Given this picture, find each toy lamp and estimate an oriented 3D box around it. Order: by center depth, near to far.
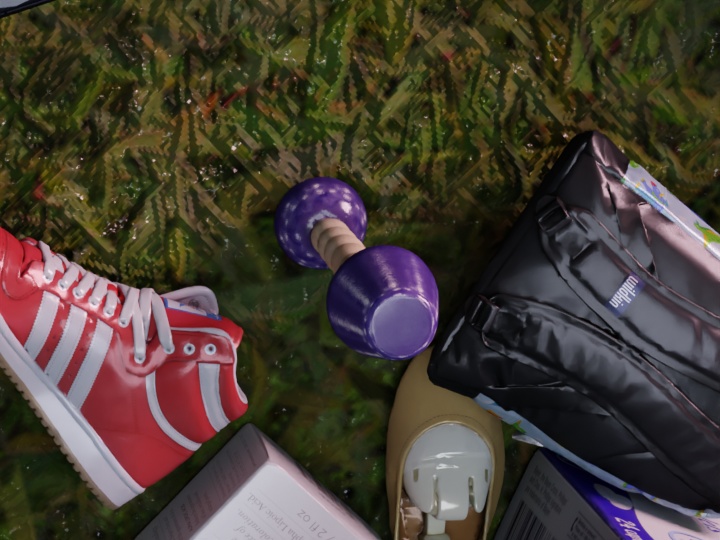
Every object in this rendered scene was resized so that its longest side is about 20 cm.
[{"bbox_3d":[0.000,0.000,1.419,0.058,0.200,0.058,-3,107,-10],"label":"toy lamp"}]

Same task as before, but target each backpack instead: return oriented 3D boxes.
[{"bbox_3d":[0.159,0.043,1.505,0.200,0.154,0.163,33,95,4],"label":"backpack"}]

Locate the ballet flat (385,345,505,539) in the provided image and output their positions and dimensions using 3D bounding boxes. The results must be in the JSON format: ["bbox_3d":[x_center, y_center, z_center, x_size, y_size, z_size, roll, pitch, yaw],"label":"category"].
[{"bbox_3d":[0.048,0.143,1.541,0.068,0.063,0.201,0,105,-10],"label":"ballet flat"}]

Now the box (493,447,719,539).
[{"bbox_3d":[0.187,0.195,1.521,0.199,0.184,0.105,21,99,-16],"label":"box"}]

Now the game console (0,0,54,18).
[{"bbox_3d":[-0.219,-0.189,1.367,0.199,0.118,0.171,-19,108,-5],"label":"game console"}]

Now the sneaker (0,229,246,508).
[{"bbox_3d":[-0.136,0.019,1.458,0.112,0.071,0.200,-32,117,3],"label":"sneaker"}]

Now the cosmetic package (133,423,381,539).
[{"bbox_3d":[-0.089,0.191,1.524,0.102,0.074,0.200,42,93,-18],"label":"cosmetic package"}]
